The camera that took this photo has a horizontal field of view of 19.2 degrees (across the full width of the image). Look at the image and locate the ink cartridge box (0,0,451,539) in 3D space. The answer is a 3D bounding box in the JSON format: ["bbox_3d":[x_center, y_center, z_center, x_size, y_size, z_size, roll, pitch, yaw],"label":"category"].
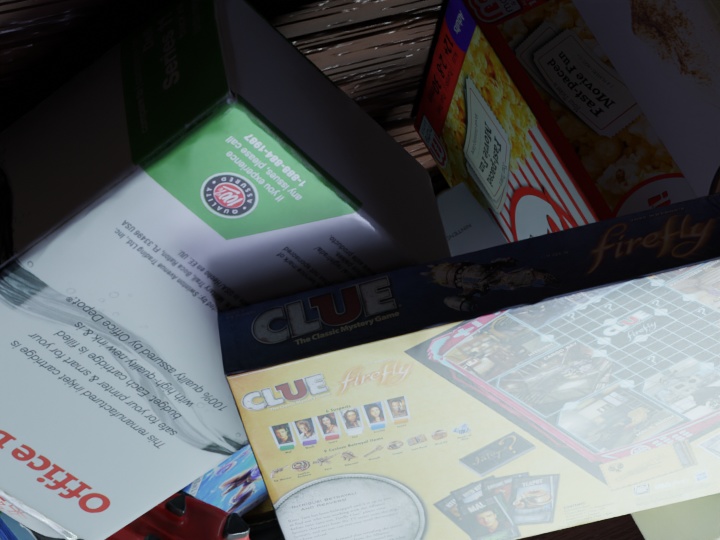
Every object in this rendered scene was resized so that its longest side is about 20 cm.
[{"bbox_3d":[-0.084,0.003,0.836,0.200,0.083,0.147,-34,130,19],"label":"ink cartridge box"}]

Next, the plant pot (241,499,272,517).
[{"bbox_3d":[-0.081,0.131,1.225,0.186,0.187,0.200,-33,148,14],"label":"plant pot"}]

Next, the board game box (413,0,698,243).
[{"bbox_3d":[0.100,-0.024,0.958,0.046,0.200,0.152,-27,164,-14],"label":"board game box"}]

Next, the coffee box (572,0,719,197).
[{"bbox_3d":[0.210,-0.058,1.040,0.197,0.200,0.200,-27,165,-6],"label":"coffee box"}]

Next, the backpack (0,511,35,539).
[{"bbox_3d":[-0.208,0.153,1.046,0.182,0.200,0.135,2,-144,42],"label":"backpack"}]

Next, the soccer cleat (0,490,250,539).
[{"bbox_3d":[-0.136,0.099,0.968,0.069,0.200,0.085,-56,177,-32],"label":"soccer cleat"}]

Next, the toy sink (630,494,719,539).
[{"bbox_3d":[0.229,0.101,1.577,0.130,0.200,0.112,-28,165,3],"label":"toy sink"}]

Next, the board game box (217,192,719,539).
[{"bbox_3d":[0.057,0.050,0.825,0.199,0.035,0.136,-13,134,2],"label":"board game box"}]

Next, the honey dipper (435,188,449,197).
[{"bbox_3d":[0.104,-0.042,1.208,0.038,0.038,0.200,-38,162,32],"label":"honey dipper"}]

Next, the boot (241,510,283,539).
[{"bbox_3d":[-0.056,0.181,1.111,0.200,0.097,0.075,-31,128,4],"label":"boot"}]

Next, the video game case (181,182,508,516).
[{"bbox_3d":[-0.030,0.057,1.045,0.181,0.045,0.200,-32,166,-24],"label":"video game case"}]
